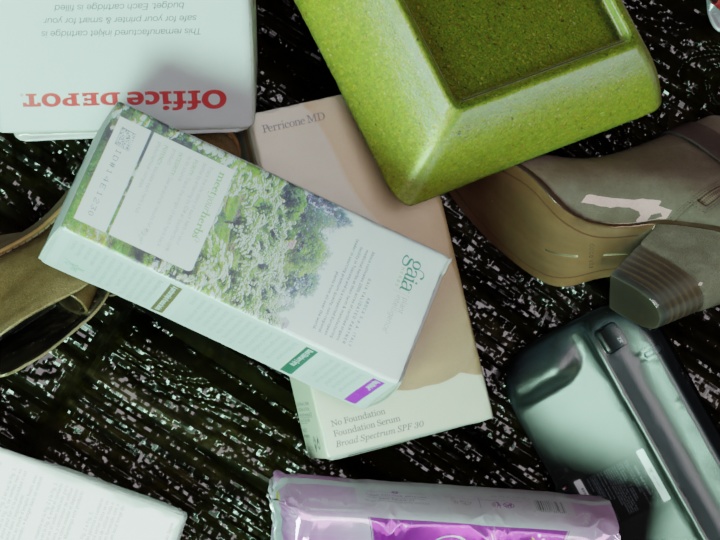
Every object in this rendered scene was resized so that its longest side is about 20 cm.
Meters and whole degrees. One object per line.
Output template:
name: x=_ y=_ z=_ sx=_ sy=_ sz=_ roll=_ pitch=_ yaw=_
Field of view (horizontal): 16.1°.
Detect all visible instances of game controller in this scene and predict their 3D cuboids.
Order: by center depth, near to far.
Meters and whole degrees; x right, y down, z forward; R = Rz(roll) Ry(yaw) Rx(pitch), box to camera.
game controller: x=0.165 y=0.120 z=1.474 sx=0.104 sy=0.042 sz=0.200 roll=-28 pitch=91 yaw=32

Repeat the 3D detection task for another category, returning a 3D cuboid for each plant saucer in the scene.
plant saucer: x=0.066 y=-0.161 z=1.440 sx=0.199 sy=0.048 sz=0.200 roll=-22 pitch=80 yaw=-31

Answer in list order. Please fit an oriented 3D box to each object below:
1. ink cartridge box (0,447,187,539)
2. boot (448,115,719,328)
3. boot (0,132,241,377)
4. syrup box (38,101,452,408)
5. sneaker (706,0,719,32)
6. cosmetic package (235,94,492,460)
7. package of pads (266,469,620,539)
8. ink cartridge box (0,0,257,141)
ink cartridge box: x=-0.215 y=0.177 z=1.416 sx=0.200 sy=0.050 sz=0.161 roll=20 pitch=83 yaw=-5
boot: x=0.162 y=-0.048 z=1.483 sx=0.200 sy=0.070 sz=0.146 roll=38 pitch=56 yaw=22
boot: x=-0.142 y=-0.009 z=1.413 sx=0.200 sy=0.075 sz=0.074 roll=-35 pitch=129 yaw=-6
syrup box: x=-0.061 y=-0.006 z=1.357 sx=0.200 sy=0.081 sz=0.079 roll=25 pitch=72 yaw=-9
sneaker: x=0.282 y=-0.154 z=1.513 sx=0.112 sy=0.071 sz=0.200 roll=-41 pitch=86 yaw=-14
cosmetic package: x=0.000 y=0.000 z=1.451 sx=0.105 sy=0.071 sz=0.200 roll=-14 pitch=89 yaw=-10
package of pads: x=0.041 y=0.181 z=1.436 sx=0.199 sy=0.076 sz=0.121 roll=5 pitch=102 yaw=-9
ink cartridge box: x=-0.130 y=-0.177 z=1.373 sx=0.144 sy=0.085 sz=0.200 roll=-1 pitch=121 yaw=-1
